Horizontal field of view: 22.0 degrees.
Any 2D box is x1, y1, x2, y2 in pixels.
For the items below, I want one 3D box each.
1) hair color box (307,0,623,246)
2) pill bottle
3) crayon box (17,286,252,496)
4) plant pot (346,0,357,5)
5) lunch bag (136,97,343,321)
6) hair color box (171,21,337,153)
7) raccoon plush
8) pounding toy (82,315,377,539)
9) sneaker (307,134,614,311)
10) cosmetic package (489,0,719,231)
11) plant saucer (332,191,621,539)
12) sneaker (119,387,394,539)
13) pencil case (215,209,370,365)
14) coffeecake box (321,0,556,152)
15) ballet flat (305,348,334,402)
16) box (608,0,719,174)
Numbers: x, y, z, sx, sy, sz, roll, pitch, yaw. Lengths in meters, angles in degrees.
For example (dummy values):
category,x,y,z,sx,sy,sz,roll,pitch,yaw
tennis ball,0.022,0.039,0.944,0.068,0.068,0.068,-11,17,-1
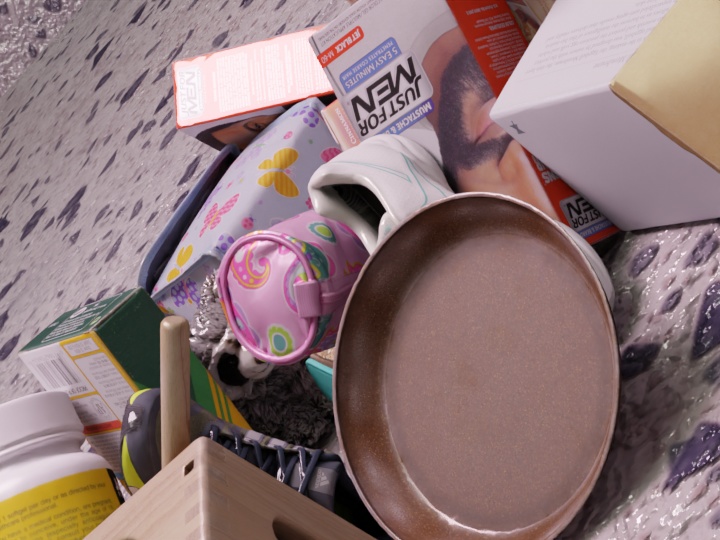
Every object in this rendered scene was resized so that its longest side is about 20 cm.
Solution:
category,x,y,z,sx,sy,sz,roll,pitch,yaw
hair color box,0.062,-0.085,1.133,0.111,0.201,0.064,-32,-6,40
pill bottle,-0.196,0.187,1.190,0.114,0.201,0.114,-23,-12,-5
crayon box,-0.127,0.110,1.227,0.052,0.200,0.126,-43,15,-30
plant pot,0.085,-0.306,1.400,0.200,0.197,0.202,35,130,57
lunch bag,-0.085,-0.018,1.440,0.170,0.127,0.200,-58,14,-28
hair color box,-0.038,-0.147,1.466,0.199,0.101,0.062,-11,75,22
raccoon plush,-0.104,0.078,1.295,0.200,0.134,0.097,-26,32,49
pounding toy,-0.081,0.168,0.978,0.184,0.200,0.143,-41,31,24
sneaker,0.053,-0.011,1.072,0.080,0.200,0.071,-21,-46,-52
cosmetic package,0.207,-0.141,1.028,0.201,0.123,0.199,-58,22,-19
plant saucer,0.065,0.059,0.996,0.199,0.032,0.202,-4,84,43
sneaker,-0.056,0.117,1.060,0.081,0.200,0.074,-17,55,37
pencil case,0.000,0.000,1.162,0.087,0.088,0.200,-35,-12,36
coffeecake box,0.097,-0.138,1.232,0.200,0.073,0.153,-34,-7,39
ballet flat,0.022,0.066,1.158,0.065,0.071,0.200,-36,22,-10
box,0.238,-0.091,0.844,0.200,0.021,0.164,41,92,28
